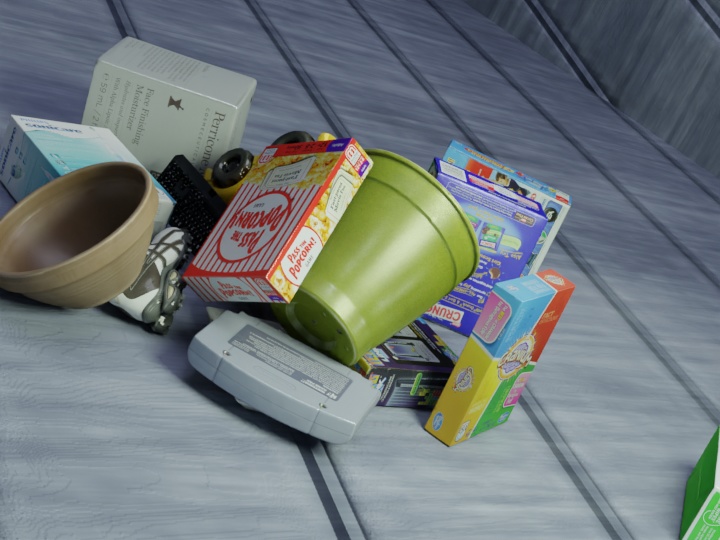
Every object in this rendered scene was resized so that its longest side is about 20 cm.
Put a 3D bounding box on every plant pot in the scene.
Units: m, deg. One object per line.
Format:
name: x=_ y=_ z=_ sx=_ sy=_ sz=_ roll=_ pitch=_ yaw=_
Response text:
plant pot: x=-0.300 y=-0.024 z=1.510 sx=0.199 sy=0.093 sz=0.201 roll=-17 pitch=32 yaw=11
plant pot: x=0.000 y=0.000 z=1.588 sx=0.200 sy=0.201 sz=0.193 roll=33 pitch=61 yaw=20

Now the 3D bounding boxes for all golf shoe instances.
golf shoe: x=-0.248 y=-0.007 z=1.610 sx=0.094 sy=0.078 sz=0.200 roll=19 pitch=20 yaw=-13

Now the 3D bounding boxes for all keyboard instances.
keyboard: x=-0.218 y=-0.061 z=1.730 sx=0.039 sy=0.104 sz=0.200 roll=23 pitch=17 yaw=-46

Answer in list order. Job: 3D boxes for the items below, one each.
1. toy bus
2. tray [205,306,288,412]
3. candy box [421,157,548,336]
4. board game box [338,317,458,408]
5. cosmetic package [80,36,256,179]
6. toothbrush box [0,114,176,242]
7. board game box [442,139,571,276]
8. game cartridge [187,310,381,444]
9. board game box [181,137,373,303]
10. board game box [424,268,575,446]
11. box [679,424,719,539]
toy bus: x=-0.105 y=-0.054 z=1.736 sx=0.136 sy=0.199 sz=0.193 roll=53 pitch=35 yaw=-42
tray: x=-0.112 y=0.108 z=1.564 sx=0.107 sy=0.022 sz=0.200 roll=16 pitch=22 yaw=-24
candy box: x=0.137 y=-0.027 z=1.912 sx=0.168 sy=0.201 sz=0.077 roll=23 pitch=19 yaw=-9
board game box: x=0.019 y=0.090 z=1.708 sx=0.164 sy=0.057 sz=0.200 roll=6 pitch=28 yaw=-36
cosmetic package: x=-0.265 y=-0.198 z=1.899 sx=0.198 sy=0.166 sz=0.165 roll=18 pitch=21 yaw=-1
toothbrush box: x=-0.343 y=-0.105 z=1.722 sx=0.146 sy=0.086 sz=0.200 roll=4 pitch=30 yaw=-42
board game box: x=0.177 y=-0.058 z=2.033 sx=0.195 sy=0.201 sz=0.056 roll=26 pitch=20 yaw=2
game cartridge: x=-0.083 y=0.114 z=1.502 sx=0.199 sy=0.041 sz=0.133 roll=28 pitch=18 yaw=8
board game box: x=-0.092 y=-0.055 z=1.550 sx=0.151 sy=0.201 sz=0.046 roll=-1 pitch=-40 yaw=46
board game box: x=0.165 y=0.101 z=1.642 sx=0.040 sy=0.201 sz=0.153 roll=34 pitch=23 yaw=24
box: x=0.490 y=0.296 z=1.685 sx=0.176 sy=0.097 sz=0.200 roll=28 pitch=21 yaw=6
